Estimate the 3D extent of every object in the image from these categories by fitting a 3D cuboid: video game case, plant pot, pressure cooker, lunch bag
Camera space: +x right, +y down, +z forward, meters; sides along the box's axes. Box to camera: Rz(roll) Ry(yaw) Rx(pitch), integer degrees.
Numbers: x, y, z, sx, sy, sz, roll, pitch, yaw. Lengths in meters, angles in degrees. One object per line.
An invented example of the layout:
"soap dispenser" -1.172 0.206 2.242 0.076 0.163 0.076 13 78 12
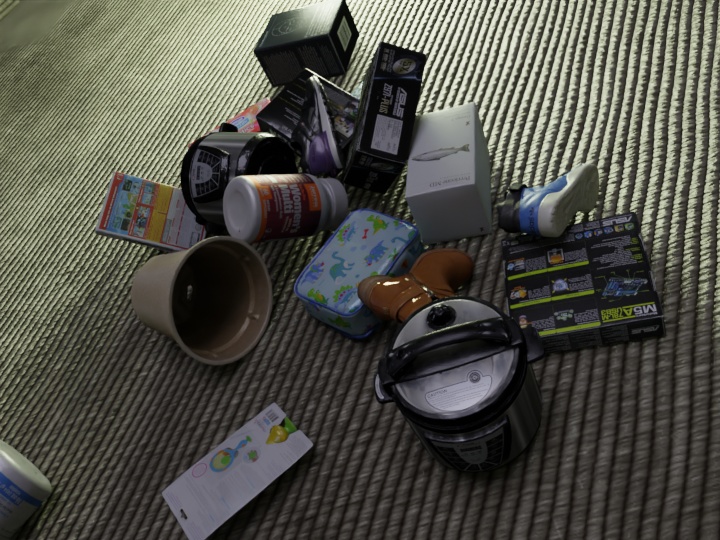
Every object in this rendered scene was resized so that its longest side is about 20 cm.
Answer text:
"video game case" -0.394 -0.108 1.405 0.197 0.017 0.145 14 56 -15
"plant pot" -0.278 0.044 1.204 0.182 0.201 0.202 3 51 44
"pressure cooker" 0.121 0.131 0.880 0.177 0.201 0.176 26 67 37
"lunch bag" 0.000 0.000 1.154 0.159 0.083 0.201 20 62 38
"pressure cooker" -0.236 -0.167 1.358 0.198 0.180 0.176 8 45 32

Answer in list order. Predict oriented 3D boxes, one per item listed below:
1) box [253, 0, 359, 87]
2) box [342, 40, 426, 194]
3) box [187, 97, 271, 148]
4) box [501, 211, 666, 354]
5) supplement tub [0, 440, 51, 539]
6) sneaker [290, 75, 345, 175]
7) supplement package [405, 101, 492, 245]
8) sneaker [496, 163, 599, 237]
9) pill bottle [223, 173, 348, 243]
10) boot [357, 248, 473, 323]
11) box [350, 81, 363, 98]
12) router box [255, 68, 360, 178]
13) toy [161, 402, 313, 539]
"box" -0.122 -0.524 1.677 0.197 0.108 0.150 -3 50 25
"box" 0.039 -0.258 1.254 0.085 0.164 0.203 13 76 -8
"box" -0.243 -0.253 1.503 0.199 0.095 0.103 -32 44 -3
"box" 0.300 0.018 1.007 0.197 0.048 0.195 -12 48 17
"supplement tub" -0.583 0.368 1.095 0.131 0.133 0.201 22 64 40
"sneaker" -0.092 -0.262 1.306 0.086 0.076 0.202 -17 61 7
"supplement package" 0.147 -0.160 1.196 0.115 0.118 0.202 -9 48 18
"sneaker" 0.275 -0.108 1.083 0.110 0.078 0.199 7 32 38
"pill bottle" -0.124 -0.108 1.235 0.198 0.111 0.109 -9 29 -39
"boot" 0.108 0.027 1.018 0.197 0.078 0.155 -9 16 -25
"box" 0.002 -0.297 1.452 0.136 0.040 0.200 26 67 41
"router box" -0.080 -0.284 1.387 0.199 0.051 0.149 35 71 25
"toy" -0.164 0.285 1.009 0.199 0.048 0.115 -40 41 -15
